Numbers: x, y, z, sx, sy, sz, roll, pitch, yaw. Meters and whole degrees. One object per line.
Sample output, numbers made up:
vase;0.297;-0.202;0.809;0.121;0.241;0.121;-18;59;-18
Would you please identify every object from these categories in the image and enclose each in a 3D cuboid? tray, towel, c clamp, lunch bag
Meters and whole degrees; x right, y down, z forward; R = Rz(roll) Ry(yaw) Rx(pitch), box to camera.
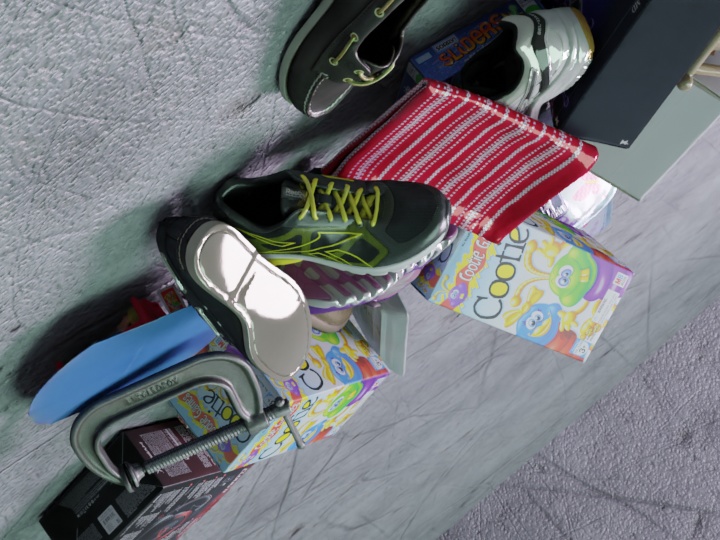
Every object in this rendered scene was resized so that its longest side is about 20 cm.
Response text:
tray;0.013;0.035;1.910;0.022;0.108;0.200;-26;162;-9
towel;0.086;-0.087;1.594;0.199;0.023;0.144;18;138;-37
c clamp;-0.154;0.145;1.709;0.198;0.027;0.172;-19;138;-6
lunch bag;0.166;-0.068;1.939;0.169;0.127;0.200;-36;157;-11

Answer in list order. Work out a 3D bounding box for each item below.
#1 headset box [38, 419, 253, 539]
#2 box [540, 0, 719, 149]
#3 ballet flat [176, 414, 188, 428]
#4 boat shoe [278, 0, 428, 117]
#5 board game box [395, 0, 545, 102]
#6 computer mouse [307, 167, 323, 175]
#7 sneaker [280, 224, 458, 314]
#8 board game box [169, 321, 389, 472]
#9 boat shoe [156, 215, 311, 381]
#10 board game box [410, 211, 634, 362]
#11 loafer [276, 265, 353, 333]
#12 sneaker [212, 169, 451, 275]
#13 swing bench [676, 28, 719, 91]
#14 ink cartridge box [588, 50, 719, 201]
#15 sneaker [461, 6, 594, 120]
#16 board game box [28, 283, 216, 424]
headset box;-0.213;0.227;1.984;0.149;0.075;0.200;-45;163;23
box;0.225;-0.220;1.594;0.078;0.142;0.200;6;143;-21
ballet flat;-0.116;0.150;1.981;0.199;0.075;0.065;-15;111;-54
boat shoe;0.000;-0.171;1.392;0.071;0.061;0.202;-26;159;-38
board game box;0.086;-0.150;1.690;0.135;0.035;0.200;-32;162;-23
computer mouse;-0.005;-0.079;1.620;0.199;0.034;0.059;-33;155;17
sneaker;0.000;0.000;1.693;0.199;0.081;0.089;-27;160;-42
board game box;-0.079;0.108;1.874;0.103;0.105;0.199;-48;163;26
boat shoe;-0.102;0.019;1.565;0.073;0.062;0.200;-56;141;-18
board game box;0.141;-0.007;1.816;0.199;0.105;0.104;21;104;-33
loafer;-0.046;0.011;1.760;0.068;0.076;0.200;-52;165;15
sneaker;-0.027;-0.041;1.537;0.198;0.075;0.085;-5;159;12
swing bench;0.335;-0.286;1.633;0.129;0.201;0.199;4;140;-30
ink cartridge box;0.274;-0.183;1.763;0.145;0.083;0.201;-51;-167;41
sneaker;0.110;-0.146;1.597;0.087;0.076;0.201;-5;143;-33
board game box;-0.202;0.061;1.630;0.199;0.039;0.158;-22;163;-33
